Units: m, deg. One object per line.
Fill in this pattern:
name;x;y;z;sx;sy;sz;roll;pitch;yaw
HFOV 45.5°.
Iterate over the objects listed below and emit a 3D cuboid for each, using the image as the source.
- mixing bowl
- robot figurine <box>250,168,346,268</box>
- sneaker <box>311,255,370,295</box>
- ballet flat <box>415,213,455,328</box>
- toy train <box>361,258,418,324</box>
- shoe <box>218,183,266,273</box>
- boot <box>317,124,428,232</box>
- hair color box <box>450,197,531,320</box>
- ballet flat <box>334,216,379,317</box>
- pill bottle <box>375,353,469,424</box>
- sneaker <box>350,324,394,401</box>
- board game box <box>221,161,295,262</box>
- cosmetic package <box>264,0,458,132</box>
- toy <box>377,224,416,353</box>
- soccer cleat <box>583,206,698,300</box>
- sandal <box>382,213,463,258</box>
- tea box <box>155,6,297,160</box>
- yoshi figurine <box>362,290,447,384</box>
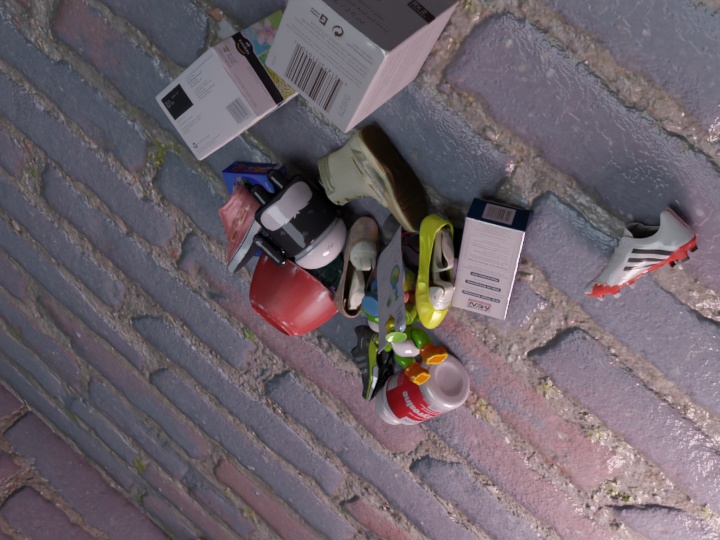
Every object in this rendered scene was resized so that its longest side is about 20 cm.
mixing bowl;-0.147;0.058;1.704;0.200;0.109;0.200;35;168;9
robot figurine;-0.115;-0.096;1.588;0.200;0.125;0.150;47;127;-11
sneaker;-0.068;0.009;1.707;0.200;0.074;0.087;52;145;-10
ballet flat;0.131;0.005;1.453;0.067;0.067;0.201;12;106;53
toy train;0.108;0.055;1.559;0.199;0.116;0.085;19;135;28
shoe;-0.241;-0.083;1.707;0.091;0.071;0.200;41;135;6
boot;0.019;-0.139;1.503;0.154;0.072;0.200;-25;101;48
hair color box;0.216;-0.017;1.435;0.100;0.061;0.201;16;133;12
ballet flat;0.000;0.000;1.601;0.068;0.067;0.201;4;115;-17
pill bottle;0.117;0.244;1.718;0.112;0.112;0.200;48;140;-5
sneaker;0.022;0.190;1.797;0.081;0.074;0.201;31;133;30
board game box;-0.186;-0.116;1.717;0.134;0.045;0.201;9;129;35
cosmetic package;0.001;-0.343;1.240;0.165;0.200;0.165;40;141;5
toy;0.067;0.036;1.491;0.047;0.201;0.115;15;142;-16
soccer cleat;0.406;-0.023;1.284;0.085;0.069;0.200;55;137;1
sandal;0.120;-0.055;1.509;0.199;0.045;0.075;17;134;29
tea box;-0.198;-0.313;1.438;0.200;0.197;0.134;-21;108;49
yoshi figurine;0.080;0.118;1.639;0.200;0.112;0.112;49;155;27
